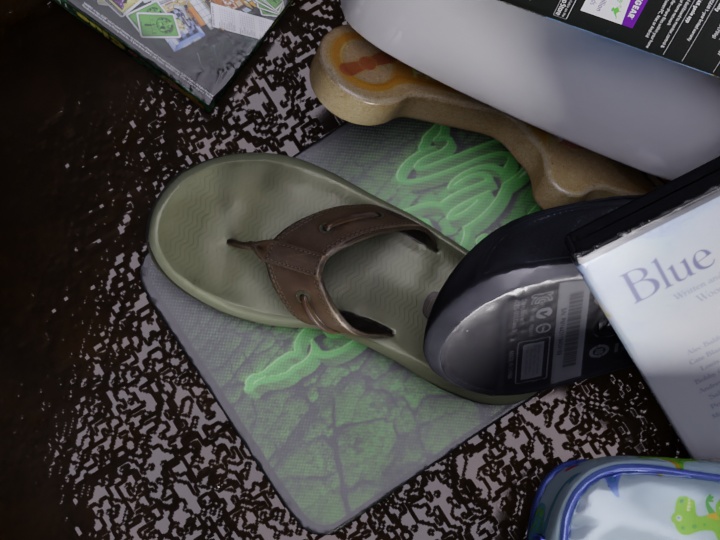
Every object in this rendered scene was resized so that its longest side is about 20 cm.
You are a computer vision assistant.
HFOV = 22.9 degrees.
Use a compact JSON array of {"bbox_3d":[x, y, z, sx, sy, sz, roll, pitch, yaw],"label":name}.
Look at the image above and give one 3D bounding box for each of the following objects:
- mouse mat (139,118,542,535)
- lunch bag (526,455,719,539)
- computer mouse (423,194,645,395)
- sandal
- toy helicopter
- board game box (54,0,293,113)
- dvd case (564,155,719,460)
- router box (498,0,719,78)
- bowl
[{"bbox_3d":[0.016,0.009,0.847,0.200,0.008,0.161,-34,85,-7],"label":"mouse mat"},{"bbox_3d":[0.141,0.180,0.764,0.160,0.082,0.200,6,84,-7],"label":"lunch bag"},{"bbox_3d":[0.120,0.005,0.787,0.200,0.139,0.053,-7,51,-11],"label":"computer mouse"},{"bbox_3d":[0.001,-0.001,0.814,0.201,0.057,0.080,20,84,-1],"label":"sandal"},{"bbox_3d":[0.072,-0.085,0.817,0.200,0.079,0.132,9,55,-20],"label":"toy helicopter"},{"bbox_3d":[-0.122,-0.175,0.856,0.200,0.023,0.105,37,84,2],"label":"board game box"},{"bbox_3d":[0.187,0.018,0.761,0.143,0.200,0.018,-27,43,10],"label":"dvd case"},{"bbox_3d":[0.131,-0.172,0.734,0.149,0.051,0.200,19,51,-5],"label":"router box"},{"bbox_3d":[0.111,-0.153,0.795,0.199,0.075,0.200,26,50,3],"label":"bowl"}]
